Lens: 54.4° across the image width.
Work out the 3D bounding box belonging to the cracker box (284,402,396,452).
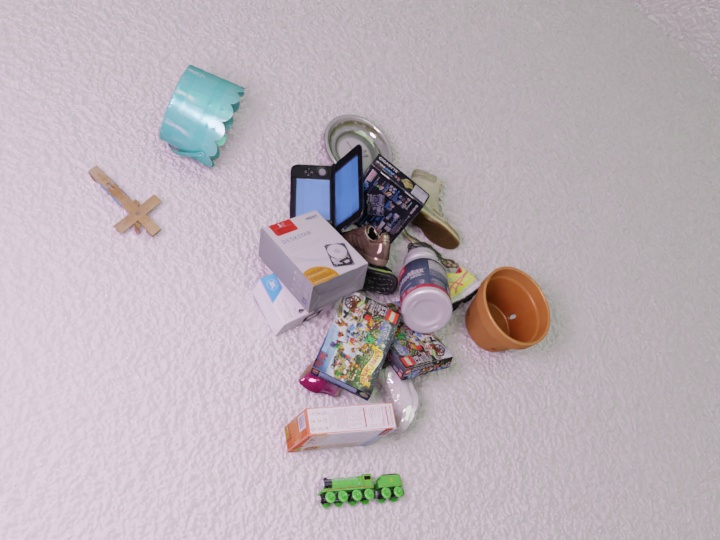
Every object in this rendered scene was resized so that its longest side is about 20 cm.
[{"bbox_3d":[-0.042,0.319,1.426,0.195,0.134,0.059,3,62,-27],"label":"cracker box"}]

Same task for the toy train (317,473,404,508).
[{"bbox_3d":[0.001,0.449,1.441,0.195,0.042,0.058,5,53,-26],"label":"toy train"}]

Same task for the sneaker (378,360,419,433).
[{"bbox_3d":[0.077,0.264,1.564,0.097,0.079,0.204,14,50,-13],"label":"sneaker"}]

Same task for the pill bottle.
[{"bbox_3d":[0.147,0.038,1.632,0.117,0.121,0.202,23,30,-15],"label":"pill bottle"}]

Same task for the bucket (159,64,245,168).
[{"bbox_3d":[-0.355,-0.346,1.569,0.132,0.208,0.211,24,56,-11],"label":"bucket"}]

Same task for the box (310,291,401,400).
[{"bbox_3d":[-0.007,0.154,1.495,0.134,0.038,0.203,23,60,1],"label":"box"}]

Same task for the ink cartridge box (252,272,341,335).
[{"bbox_3d":[-0.128,0.047,1.563,0.197,0.067,0.118,-23,76,-35],"label":"ink cartridge box"}]

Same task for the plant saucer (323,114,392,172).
[{"bbox_3d":[-0.012,-0.307,1.820,0.195,0.050,0.205,13,60,-23],"label":"plant saucer"}]

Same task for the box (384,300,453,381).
[{"bbox_3d":[0.101,0.154,1.595,0.134,0.038,0.201,-9,42,-31],"label":"box"}]

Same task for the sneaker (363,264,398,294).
[{"bbox_3d":[0.000,0.000,1.670,0.196,0.073,0.083,24,23,-15],"label":"sneaker"}]

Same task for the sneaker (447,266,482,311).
[{"bbox_3d":[0.217,0.054,1.747,0.198,0.079,0.091,-28,71,-41],"label":"sneaker"}]

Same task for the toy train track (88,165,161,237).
[{"bbox_3d":[-0.501,-0.142,1.488,0.200,0.033,0.115,43,61,6],"label":"toy train track"}]

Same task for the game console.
[{"bbox_3d":[-0.082,-0.190,1.655,0.165,0.119,0.205,2,62,-7],"label":"game console"}]

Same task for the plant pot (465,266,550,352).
[{"bbox_3d":[0.351,0.112,1.740,0.195,0.140,0.205,12,61,-22],"label":"plant pot"}]

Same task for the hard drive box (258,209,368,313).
[{"bbox_3d":[-0.104,-0.024,1.512,0.154,0.078,0.200,-22,52,-35],"label":"hard drive box"}]

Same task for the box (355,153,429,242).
[{"bbox_3d":[0.053,-0.161,1.684,0.158,0.200,0.046,37,50,-3],"label":"box"}]

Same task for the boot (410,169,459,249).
[{"bbox_3d":[0.196,-0.164,1.846,0.198,0.072,0.157,36,48,-13],"label":"boot"}]

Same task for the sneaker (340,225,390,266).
[{"bbox_3d":[0.012,-0.070,1.628,0.069,0.199,0.078,11,102,-36],"label":"sneaker"}]

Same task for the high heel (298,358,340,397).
[{"bbox_3d":[-0.075,0.169,1.530,0.094,0.067,0.205,24,68,-27],"label":"high heel"}]

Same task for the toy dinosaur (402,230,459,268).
[{"bbox_3d":[0.156,-0.050,1.776,0.199,0.048,0.088,40,39,4],"label":"toy dinosaur"}]
